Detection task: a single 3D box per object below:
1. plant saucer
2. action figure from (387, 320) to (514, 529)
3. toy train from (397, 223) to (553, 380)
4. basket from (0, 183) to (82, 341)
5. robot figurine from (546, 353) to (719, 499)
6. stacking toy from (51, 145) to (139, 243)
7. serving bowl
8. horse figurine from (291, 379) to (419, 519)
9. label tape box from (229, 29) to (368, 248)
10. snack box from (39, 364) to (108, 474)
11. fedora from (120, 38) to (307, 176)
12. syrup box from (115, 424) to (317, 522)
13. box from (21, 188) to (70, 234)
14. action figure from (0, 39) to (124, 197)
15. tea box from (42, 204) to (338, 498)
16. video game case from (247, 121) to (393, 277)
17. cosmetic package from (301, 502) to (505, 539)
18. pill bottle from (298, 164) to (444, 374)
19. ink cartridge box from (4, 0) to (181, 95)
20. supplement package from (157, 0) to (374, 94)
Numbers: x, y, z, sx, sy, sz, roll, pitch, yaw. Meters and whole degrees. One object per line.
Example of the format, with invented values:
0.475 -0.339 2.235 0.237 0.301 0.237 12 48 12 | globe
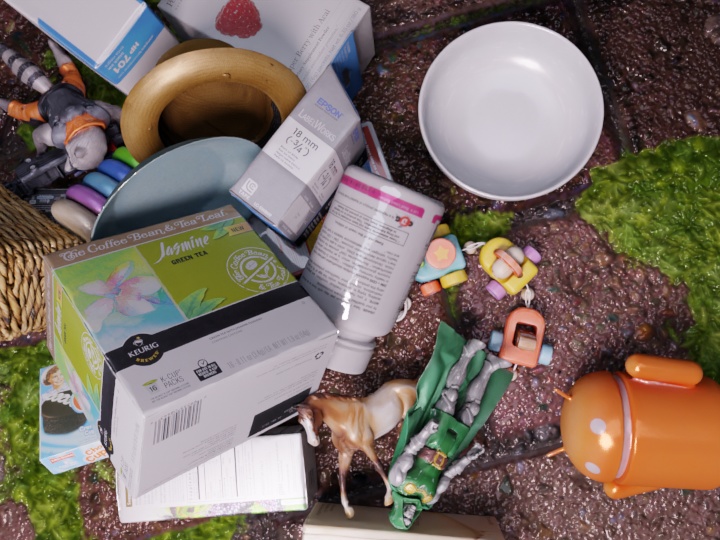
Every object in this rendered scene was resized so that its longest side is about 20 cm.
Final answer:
-0.186 -0.071 0.711 0.201 0.201 0.039 -38 71 -1 | plant saucer
0.083 0.167 0.708 0.118 0.055 0.200 34 77 -23 | action figure
0.127 0.028 0.771 0.200 0.056 0.151 18 85 6 | toy train
-0.418 -0.010 0.707 0.200 0.149 0.143 33 110 13 | basket
0.294 0.163 0.713 0.200 0.144 0.117 3 61 4 | robot figurine
-0.240 -0.114 0.763 0.085 0.085 0.200 31 71 7 | stacking toy
0.164 -0.171 0.786 0.200 0.066 0.201 0 84 4 | serving bowl
0.031 0.166 0.736 0.200 0.050 0.133 -19 87 -28 | horse figurine
-0.039 -0.128 0.738 0.063 0.144 0.200 37 87 7 | label tape box
-0.239 0.130 0.752 0.200 0.037 0.116 -17 49 -7 | snack box
-0.151 -0.173 0.716 0.200 0.201 0.082 -22 65 1 | fedora
-0.152 0.218 0.756 0.200 0.079 0.082 -6 83 3 | syrup box
-0.302 -0.013 0.810 0.200 0.049 0.162 -1 81 4 | box
-0.360 -0.167 0.794 0.200 0.105 0.193 -41 63 -20 | action figure
-0.166 0.065 0.668 0.200 0.134 0.197 -22 56 -37 | tea box
-0.057 -0.074 0.815 0.200 0.017 0.143 -20 82 2 | video game case
0.043 0.293 0.722 0.200 0.104 0.073 2 84 3 | cosmetic package
0.000 0.000 0.743 0.113 0.113 0.200 24 98 7 | pill bottle
-0.268 -0.254 0.759 0.146 0.200 0.086 37 89 8 | ink cartridge box
-0.100 -0.270 0.789 0.200 0.120 0.121 32 87 7 | supplement package
